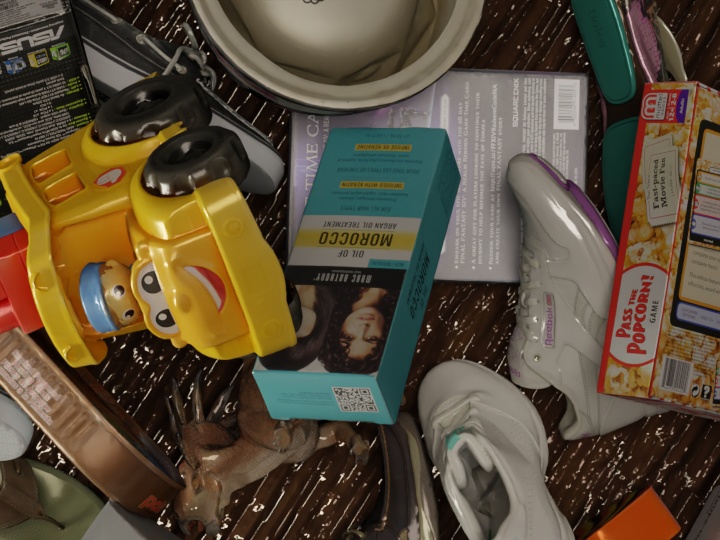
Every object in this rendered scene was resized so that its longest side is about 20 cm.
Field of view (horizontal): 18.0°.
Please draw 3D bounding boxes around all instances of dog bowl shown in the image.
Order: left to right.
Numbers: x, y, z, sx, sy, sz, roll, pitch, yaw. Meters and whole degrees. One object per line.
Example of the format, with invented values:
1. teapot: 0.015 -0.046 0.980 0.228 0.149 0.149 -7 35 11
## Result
1. dog bowl: -0.022 -0.189 1.469 0.199 0.074 0.201 3 76 -12

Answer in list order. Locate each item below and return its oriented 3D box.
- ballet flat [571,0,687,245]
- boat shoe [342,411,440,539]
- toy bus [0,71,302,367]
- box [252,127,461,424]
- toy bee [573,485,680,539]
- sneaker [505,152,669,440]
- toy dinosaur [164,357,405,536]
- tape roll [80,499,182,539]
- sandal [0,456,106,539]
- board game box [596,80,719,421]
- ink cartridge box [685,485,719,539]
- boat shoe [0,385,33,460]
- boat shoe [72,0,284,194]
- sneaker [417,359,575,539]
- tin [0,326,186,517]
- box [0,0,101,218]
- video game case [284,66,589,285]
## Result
1. ballet flat: 0.191 -0.108 1.500 0.071 0.069 0.201 -13 91 -34
2. boat shoe: 0.017 0.192 1.465 0.073 0.075 0.201 -4 81 2
3. toy bus: -0.150 -0.009 1.339 0.191 0.200 0.136 -23 119 -10
4. box: 0.000 0.000 1.410 0.082 0.049 0.200 1 51 19
5. toy bee: 0.109 0.209 1.467 0.199 0.109 0.131 -12 79 -29
6. sneaker: 0.129 0.022 1.466 0.099 0.075 0.201 -25 105 2
7. toy dinosaur: -0.054 0.074 1.471 0.200 0.135 0.086 -58 134 -25
8. tape roll: -0.092 0.226 1.394 0.200 0.200 0.066 36 86 0
9. sandal: -0.249 0.139 1.461 0.201 0.057 0.080 33 81 2
10. board game box: 0.231 -0.006 1.458 0.151 0.046 0.201 16 82 -42
11. ink cartridge box: 0.293 0.248 1.471 0.200 0.083 0.146 28 86 -1
12. boat shoe: -0.295 0.059 1.434 0.199 0.072 0.071 19 51 4
13. boat shoe: -0.128 -0.123 1.480 0.199 0.074 0.068 29 68 10
14. sneaker: 0.075 0.115 1.418 0.075 0.200 0.088 -37 132 11
15. tin: -0.190 0.077 1.430 0.042 0.112 0.200 -43 74 -5
16. box: -0.257 -0.077 1.416 0.199 0.193 0.048 -17 50 -5
17. video game case: 0.051 -0.064 1.510 0.199 0.019 0.144 2 86 -2
